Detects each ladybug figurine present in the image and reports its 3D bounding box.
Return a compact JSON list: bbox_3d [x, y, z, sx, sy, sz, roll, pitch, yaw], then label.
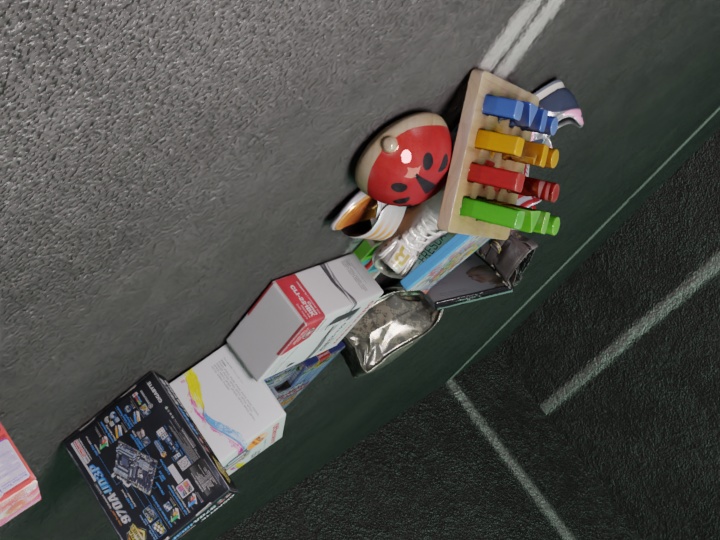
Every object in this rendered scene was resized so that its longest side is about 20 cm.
[{"bbox_3d":[0.061,-0.131,1.317,0.135,0.072,0.200,-41,167,12],"label":"ladybug figurine"}]

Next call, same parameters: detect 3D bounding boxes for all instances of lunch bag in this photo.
[{"bbox_3d":[0.054,0.097,1.929,0.199,0.118,0.164,-31,176,-11],"label":"lunch bag"}]

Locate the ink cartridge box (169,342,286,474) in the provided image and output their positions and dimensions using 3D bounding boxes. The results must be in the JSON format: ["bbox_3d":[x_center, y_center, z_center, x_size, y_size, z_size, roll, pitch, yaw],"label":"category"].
[{"bbox_3d":[-0.229,0.231,1.577,0.199,0.145,0.146,-35,166,-19],"label":"ink cartridge box"}]

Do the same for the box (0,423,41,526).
[{"bbox_3d":[-0.454,0.252,1.130,0.199,0.103,0.095,-34,166,-25],"label":"box"}]

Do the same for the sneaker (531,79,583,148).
[{"bbox_3d":[0.240,-0.193,1.568,0.199,0.082,0.070,-38,170,7],"label":"sneaker"}]

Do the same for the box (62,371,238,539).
[{"bbox_3d":[-0.281,0.262,1.415,0.158,0.201,0.046,-38,162,-1],"label":"box"}]

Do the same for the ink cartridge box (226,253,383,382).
[{"bbox_3d":[-0.079,0.066,1.566,0.199,0.084,0.145,-22,158,-53],"label":"ink cartridge box"}]

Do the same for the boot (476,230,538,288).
[{"bbox_3d":[0.202,-0.040,1.772,0.069,0.175,0.201,-30,164,-29],"label":"boot"}]

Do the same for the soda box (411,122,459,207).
[{"bbox_3d":[0.131,-0.131,1.500,0.069,0.063,0.200,-48,172,-25],"label":"soda box"}]

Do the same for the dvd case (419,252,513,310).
[{"bbox_3d":[0.167,0.015,1.850,0.141,0.018,0.200,-13,-160,-10],"label":"dvd case"}]

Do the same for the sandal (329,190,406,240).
[{"bbox_3d":[0.037,-0.079,1.449,0.079,0.059,0.206,-47,165,30],"label":"sandal"}]

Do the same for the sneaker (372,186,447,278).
[{"bbox_3d":[0.086,-0.045,1.468,0.116,0.073,0.200,-55,-170,-25],"label":"sneaker"}]

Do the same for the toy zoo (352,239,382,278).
[{"bbox_3d":[0.000,0.000,1.699,0.131,0.021,0.200,-21,158,-53],"label":"toy zoo"}]

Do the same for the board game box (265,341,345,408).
[{"bbox_3d":[-0.150,0.198,1.863,0.199,0.062,0.200,-26,161,-44],"label":"board game box"}]

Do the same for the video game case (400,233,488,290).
[{"bbox_3d":[0.132,-0.021,1.548,0.143,0.018,0.200,-40,171,9],"label":"video game case"}]

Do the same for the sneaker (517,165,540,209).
[{"bbox_3d":[0.247,-0.140,1.638,0.200,0.112,0.072,-49,164,-31],"label":"sneaker"}]

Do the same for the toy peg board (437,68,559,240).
[{"bbox_3d":[0.203,-0.135,1.365,0.199,0.097,0.202,3,101,-61],"label":"toy peg board"}]

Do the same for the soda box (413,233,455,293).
[{"bbox_3d":[0.132,-0.051,1.721,0.064,0.068,0.200,-56,-179,-41],"label":"soda box"}]
